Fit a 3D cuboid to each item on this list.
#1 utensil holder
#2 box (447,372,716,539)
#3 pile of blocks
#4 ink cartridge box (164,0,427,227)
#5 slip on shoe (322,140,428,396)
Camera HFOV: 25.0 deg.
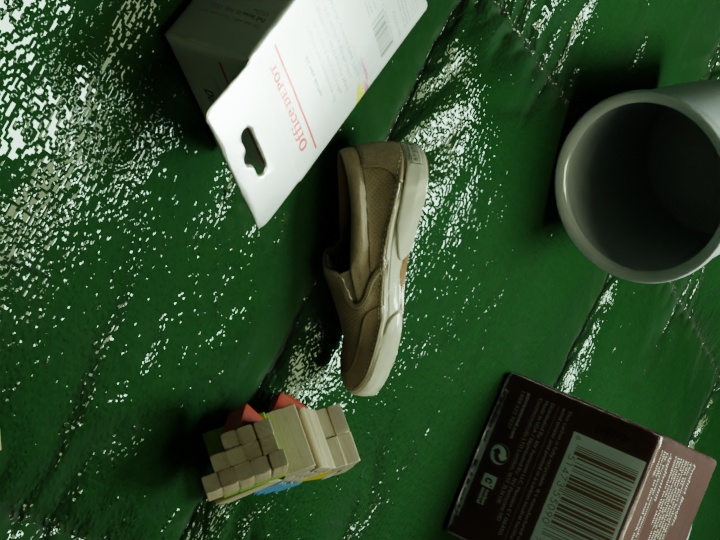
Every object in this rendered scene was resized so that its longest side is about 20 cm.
[{"bbox_3d":[0.297,-0.088,1.490,0.200,0.169,0.171,-17,123,-56],"label":"utensil holder"},{"bbox_3d":[0.215,0.215,1.553,0.200,0.164,0.167,28,84,-61],"label":"box"},{"bbox_3d":[-0.067,0.122,1.154,0.200,0.082,0.063,15,53,-69],"label":"pile of blocks"},{"bbox_3d":[-0.046,-0.139,0.992,0.200,0.067,0.117,-55,148,-24],"label":"ink cartridge box"},{"bbox_3d":[0.000,0.000,1.172,0.060,0.076,0.201,2,123,-17],"label":"slip on shoe"}]
